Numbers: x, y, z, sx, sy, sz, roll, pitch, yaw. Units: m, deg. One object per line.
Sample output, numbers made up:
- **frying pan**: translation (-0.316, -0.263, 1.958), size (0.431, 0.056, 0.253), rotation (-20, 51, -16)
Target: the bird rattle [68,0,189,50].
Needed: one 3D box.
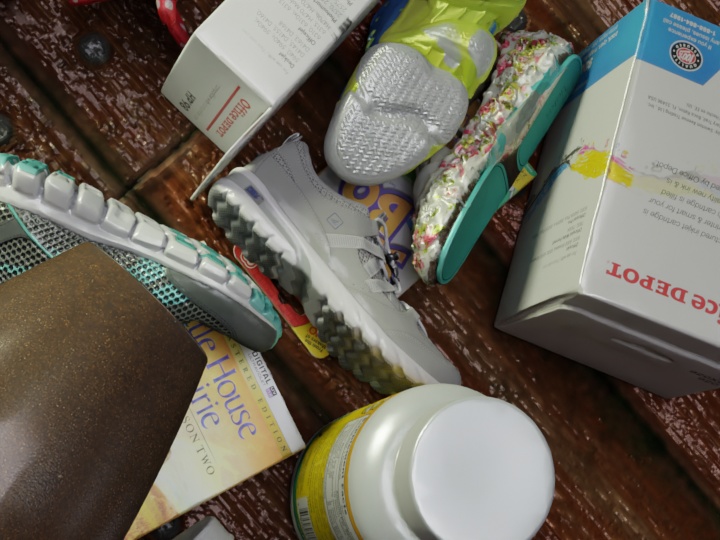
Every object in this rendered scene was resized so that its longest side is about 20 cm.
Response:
- **bird rattle**: translation (-0.105, -0.247, 0.971), size (0.112, 0.164, 0.200), rotation (36, 60, 12)

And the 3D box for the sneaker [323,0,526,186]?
- **sneaker**: translation (0.033, -0.130, 1.015), size (0.076, 0.105, 0.200), rotation (45, 70, -16)

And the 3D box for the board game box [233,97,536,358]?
- **board game box**: translation (0.017, -0.039, 1.031), size (0.200, 0.030, 0.096), rotation (-40, 93, -18)

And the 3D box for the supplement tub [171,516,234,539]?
- **supplement tub**: translation (-0.070, 0.256, 0.881), size (0.140, 0.140, 0.201), rotation (-38, 91, -21)

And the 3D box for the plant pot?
- **plant pot**: translation (-0.179, 0.090, 0.826), size (0.187, 0.187, 0.200), rotation (44, 78, -4)

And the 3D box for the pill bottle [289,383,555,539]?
- **pill bottle**: translation (0.035, 0.126, 0.909), size (0.111, 0.200, 0.114), rotation (4, 78, -16)

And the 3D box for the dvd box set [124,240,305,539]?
- **dvd box set**: translation (-0.150, 0.089, 0.948), size (0.198, 0.029, 0.148), rotation (-26, 87, -20)

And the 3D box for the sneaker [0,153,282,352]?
- **sneaker**: translation (-0.143, 0.010, 0.923), size (0.198, 0.078, 0.092), rotation (27, 93, -10)

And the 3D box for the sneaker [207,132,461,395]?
- **sneaker**: translation (0.000, 0.000, 0.964), size (0.082, 0.075, 0.200), rotation (-44, 96, -20)

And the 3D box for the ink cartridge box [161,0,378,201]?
- **ink cartridge box**: translation (-0.054, -0.146, 0.981), size (0.067, 0.116, 0.200), rotation (43, 69, -5)

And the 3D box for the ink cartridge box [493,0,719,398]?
- **ink cartridge box**: translation (0.197, -0.040, 1.024), size (0.146, 0.145, 0.202), rotation (21, 73, -12)

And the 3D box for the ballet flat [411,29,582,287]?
- **ballet flat**: translation (0.074, -0.077, 1.018), size (0.063, 0.076, 0.201), rotation (25, 64, 20)
